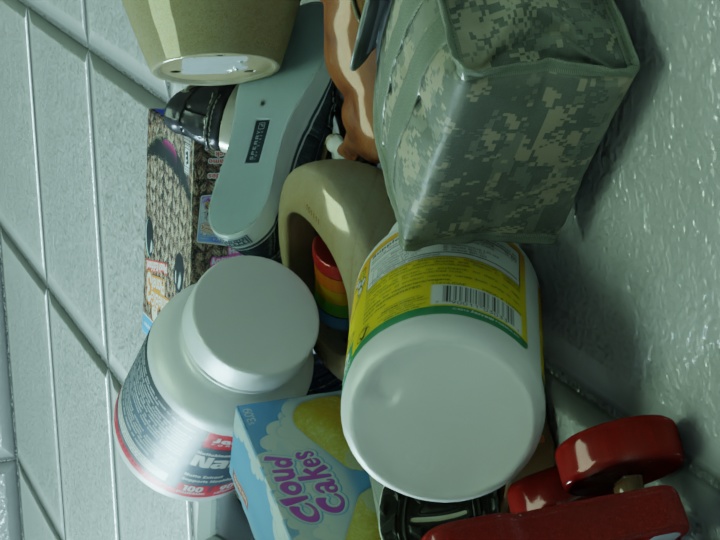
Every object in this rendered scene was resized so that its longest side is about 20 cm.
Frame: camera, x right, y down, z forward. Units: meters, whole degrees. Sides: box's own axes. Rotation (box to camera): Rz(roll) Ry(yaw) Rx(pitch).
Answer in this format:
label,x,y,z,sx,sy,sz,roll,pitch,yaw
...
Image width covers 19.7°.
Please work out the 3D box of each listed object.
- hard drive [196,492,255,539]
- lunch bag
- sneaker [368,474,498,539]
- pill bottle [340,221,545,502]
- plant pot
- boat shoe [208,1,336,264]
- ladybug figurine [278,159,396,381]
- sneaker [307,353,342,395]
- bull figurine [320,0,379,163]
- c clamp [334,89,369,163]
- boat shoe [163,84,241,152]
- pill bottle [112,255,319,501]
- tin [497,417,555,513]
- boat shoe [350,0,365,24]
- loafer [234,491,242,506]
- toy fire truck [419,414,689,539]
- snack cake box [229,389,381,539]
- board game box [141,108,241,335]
label,x,y,z,sx,sy,sz,roll,pitch,yaw
hard drive,-0.081,0.188,1.648,0.132,0.027,0.200,51,-160,-28
lunch bag,0.063,-0.139,1.151,0.164,0.118,0.200,110,154,-54
sneaker,0.039,0.126,1.292,0.079,0.074,0.200,95,167,-57
pill bottle,0.049,0.036,1.192,0.200,0.113,0.113,-83,-4,-63
plant pot,-0.109,-0.240,1.480,0.187,0.187,0.200,152,117,-71
boat shoe,-0.047,-0.092,1.520,0.071,0.091,0.200,5,67,35
ladybug figurine,0.000,0.000,1.425,0.136,0.072,0.200,51,156,31
sneaker,-0.025,0.112,1.601,0.200,0.077,0.085,180,73,-79
bull figurine,0.004,-0.165,1.402,0.121,0.065,0.200,174,92,-76
c clamp,-0.032,-0.095,1.592,0.171,0.027,0.200,110,148,-54
boat shoe,-0.101,-0.150,1.606,0.200,0.063,0.073,-67,-14,-61
pill bottle,-0.100,0.075,1.467,0.200,0.120,0.120,122,137,-57
tin,0.074,0.117,1.334,0.200,0.042,0.112,127,129,-65
boat shoe,0.011,-0.234,1.302,0.074,0.076,0.200,-8,88,49
loafer,-0.029,0.176,1.525,0.200,0.071,0.073,-3,69,51
toy fire truck,0.086,0.158,1.097,0.200,0.168,0.112,124,136,-63
snack cake box,-0.004,0.168,1.346,0.200,0.115,0.067,-118,27,-47
board game box,-0.117,-0.027,1.738,0.159,0.097,0.200,-148,58,-67
